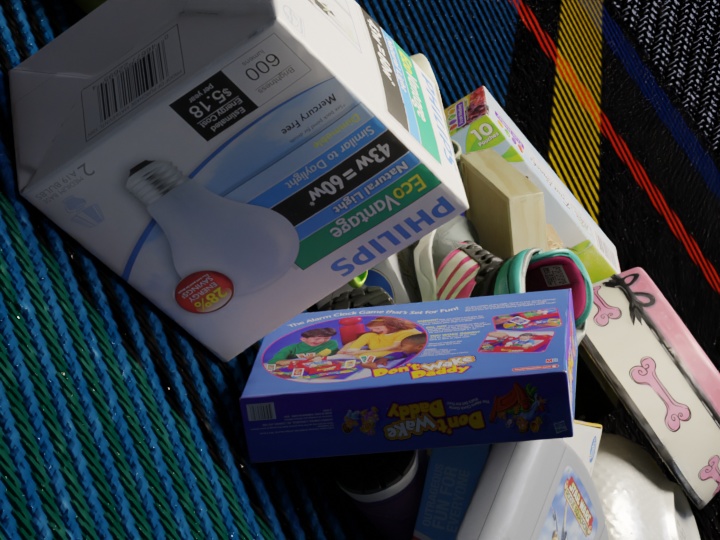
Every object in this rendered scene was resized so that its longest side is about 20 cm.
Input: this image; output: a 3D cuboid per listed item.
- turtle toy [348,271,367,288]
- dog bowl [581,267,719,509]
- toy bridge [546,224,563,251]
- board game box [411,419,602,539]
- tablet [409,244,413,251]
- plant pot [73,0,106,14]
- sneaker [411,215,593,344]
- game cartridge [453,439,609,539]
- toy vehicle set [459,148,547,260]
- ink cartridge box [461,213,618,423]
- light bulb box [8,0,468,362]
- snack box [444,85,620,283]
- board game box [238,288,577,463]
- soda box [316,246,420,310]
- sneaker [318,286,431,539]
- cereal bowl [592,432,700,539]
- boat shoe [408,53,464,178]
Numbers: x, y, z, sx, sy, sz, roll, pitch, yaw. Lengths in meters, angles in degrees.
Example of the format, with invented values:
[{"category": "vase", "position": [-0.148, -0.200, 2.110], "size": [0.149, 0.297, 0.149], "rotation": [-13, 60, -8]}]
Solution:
[{"category": "turtle toy", "position": [-0.047, -0.069, 1.657], "size": [0.145, 0.101, 0.201], "rotation": [-6, 61, -43]}, {"category": "dog bowl", "position": [0.235, 0.084, 1.851], "size": [0.200, 0.074, 0.200], "rotation": [55, 5, -6]}, {"category": "toy bridge", "position": [0.141, 0.062, 1.810], "size": [0.067, 0.027, 0.201], "rotation": [-116, -160, -56]}, {"category": "board game box", "position": [0.096, 0.165, 1.589], "size": [0.200, 0.040, 0.154], "rotation": [20, 83, -64]}, {"category": "tablet", "position": [0.066, 0.041, 1.804], "size": [0.130, 0.014, 0.201], "rotation": [-132, -162, -73]}, {"category": "plant pot", "position": [-0.142, -0.244, 1.603], "size": [0.201, 0.200, 0.193], "rotation": [-98, 162, -54]}, {"category": "sneaker", "position": [0.100, 0.011, 1.646], "size": [0.084, 0.120, 0.200], "rotation": [51, 24, -32]}, {"category": "game cartridge", "position": [0.114, 0.187, 1.549], "size": [0.133, 0.041, 0.200], "rotation": [-62, 150, -21]}, {"category": "toy vehicle set", "position": [0.112, 0.021, 1.777], "size": [0.124, 0.026, 0.201], "rotation": [-128, -150, -66]}, {"category": "ink cartridge box", "position": [0.113, 0.051, 1.895], "size": [0.200, 0.095, 0.037], "rotation": [56, 13, -5]}, {"category": "light bulb box", "position": [-0.074, -0.080, 1.443], "size": [0.200, 0.198, 0.125], "rotation": [41, 25, -38]}, {"category": "snack box", "position": [0.100, -0.035, 1.934], "size": [0.200, 0.142, 0.053], "rotation": [49, 20, -28]}, {"category": "board game box", "position": [0.034, 0.064, 1.485], "size": [0.135, 0.199, 0.045], "rotation": [-73, 156, -68]}, {"category": "soda box", "position": [0.000, 0.000, 1.724], "size": [0.064, 0.068, 0.200], "rotation": [20, 40, -63]}, {"category": "sneaker", "position": [0.009, 0.101, 1.599], "size": [0.200, 0.075, 0.088], "rotation": [-98, 164, -47]}, {"category": "cereal bowl", "position": [0.213, 0.217, 1.816], "size": [0.200, 0.083, 0.201], "rotation": [-15, 90, -75]}, {"category": "boat shoe", "position": [0.051, -0.076, 1.811], "size": [0.072, 0.062, 0.200], "rotation": [57, -9, 48]}]
